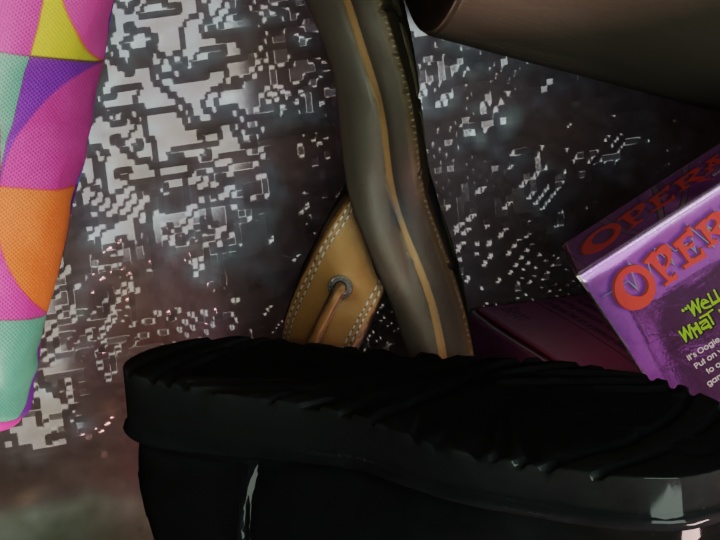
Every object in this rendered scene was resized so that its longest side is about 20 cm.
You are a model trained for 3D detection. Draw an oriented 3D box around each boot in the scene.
[{"bbox_3d":[0.016,0.107,0.695,0.073,0.198,0.163,-22,112,-53],"label":"boot"}]

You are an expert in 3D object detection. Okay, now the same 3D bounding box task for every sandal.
[{"bbox_3d":[0.000,0.000,0.744,0.054,0.082,0.201,-12,106,4],"label":"sandal"}]

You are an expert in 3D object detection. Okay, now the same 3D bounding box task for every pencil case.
[{"bbox_3d":[-0.111,-0.059,0.696,0.088,0.088,0.201,7,98,-17],"label":"pencil case"}]

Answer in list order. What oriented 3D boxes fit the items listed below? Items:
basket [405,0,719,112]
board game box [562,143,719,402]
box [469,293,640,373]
[{"bbox_3d":[0.118,-0.111,0.727,0.199,0.136,0.181,3,87,-12],"label":"basket"},{"bbox_3d":[0.167,-0.010,0.687,0.200,0.032,0.120,-32,113,6],"label":"board game box"},{"bbox_3d":[0.144,0.093,0.791,0.199,0.097,0.177,-7,102,-15],"label":"box"}]
